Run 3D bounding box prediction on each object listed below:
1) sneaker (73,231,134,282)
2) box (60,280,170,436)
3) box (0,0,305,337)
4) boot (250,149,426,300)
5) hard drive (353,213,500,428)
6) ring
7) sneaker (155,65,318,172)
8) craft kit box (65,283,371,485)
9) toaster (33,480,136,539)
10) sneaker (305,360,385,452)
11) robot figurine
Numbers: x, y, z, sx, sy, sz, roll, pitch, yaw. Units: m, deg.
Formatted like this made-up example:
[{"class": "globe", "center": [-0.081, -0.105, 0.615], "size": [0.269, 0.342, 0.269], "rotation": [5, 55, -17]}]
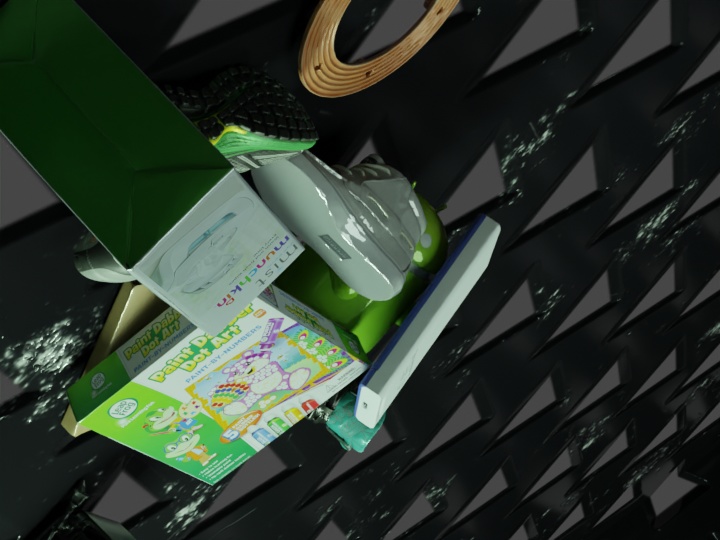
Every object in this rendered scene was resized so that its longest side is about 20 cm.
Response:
[{"class": "sneaker", "center": [-0.156, -0.036, 1.493], "size": [0.079, 0.074, 0.200], "rotation": [-14, -176, 30]}, {"class": "box", "center": [-0.176, 0.056, 1.676], "size": [0.163, 0.021, 0.200], "rotation": [-22, 151, -44]}, {"class": "box", "center": [-0.153, -0.071, 1.227], "size": [0.097, 0.200, 0.176], "rotation": [-44, 158, -1]}, {"class": "boot", "center": [-0.015, -0.069, 1.627], "size": [0.200, 0.073, 0.096], "rotation": [50, 53, -37]}, {"class": "hard drive", "center": [0.062, 0.049, 1.761], "size": [0.200, 0.025, 0.132], "rotation": [-54, 172, -16]}, {"class": "ring", "center": [0.023, -0.223, 1.519], "size": [0.200, 0.019, 0.201], "rotation": [-38, 158, -19]}, {"class": "sneaker", "center": [-0.118, -0.102, 1.431], "size": [0.200, 0.078, 0.085], "rotation": [-10, 148, -42]}, {"class": "craft kit box", "center": [-0.123, 0.095, 1.657], "size": [0.200, 0.049, 0.197], "rotation": [-38, 139, 16]}, {"class": "toaster", "center": [-0.270, 0.345, 1.833], "size": [0.200, 0.181, 0.119], "rotation": [-44, 162, 2]}, {"class": "sneaker", "center": [-0.037, 0.139, 1.950], "size": [0.200, 0.121, 0.084], "rotation": [-14, 144, -53]}, {"class": "robot figurine", "center": [0.000, 0.000, 1.762], "size": [0.200, 0.116, 0.175], "rotation": [-48, 153, 7]}]
